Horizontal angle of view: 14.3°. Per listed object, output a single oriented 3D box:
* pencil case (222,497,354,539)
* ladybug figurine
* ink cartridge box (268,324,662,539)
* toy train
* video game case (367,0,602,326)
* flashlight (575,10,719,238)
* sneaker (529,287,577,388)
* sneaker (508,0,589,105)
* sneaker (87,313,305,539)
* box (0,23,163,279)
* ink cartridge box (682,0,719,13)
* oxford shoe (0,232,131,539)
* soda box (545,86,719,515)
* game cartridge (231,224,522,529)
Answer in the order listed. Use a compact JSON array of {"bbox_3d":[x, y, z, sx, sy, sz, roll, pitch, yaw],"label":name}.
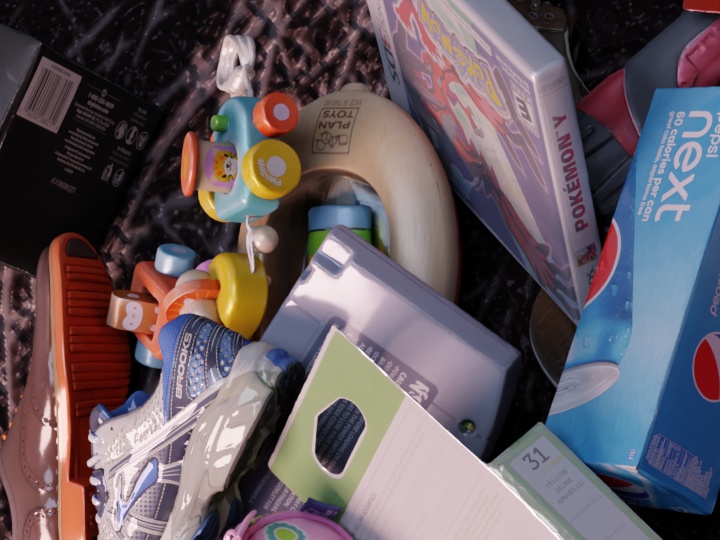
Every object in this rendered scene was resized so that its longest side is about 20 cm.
[{"bbox_3d":[-0.067,0.198,1.471,0.087,0.087,0.200,62,141,24],"label":"pencil case"},{"bbox_3d":[0.000,0.000,1.541,0.136,0.072,0.200,2,85,34],"label":"ladybug figurine"},{"bbox_3d":[0.053,0.120,1.397,0.048,0.146,0.200,-35,73,-33],"label":"ink cartridge box"},{"bbox_3d":[-0.093,-0.022,1.545,0.150,0.056,0.200,50,131,54],"label":"toy train"},{"bbox_3d":[0.058,-0.087,1.466,0.023,0.182,0.200,-29,46,-13],"label":"video game case"},{"bbox_3d":[0.180,-0.103,1.481,0.200,0.068,0.068,-39,25,-9],"label":"flashlight"},{"bbox_3d":[0.165,0.060,1.470,0.200,0.085,0.073,35,94,49],"label":"sneaker"},{"bbox_3d":[0.078,-0.122,1.563,0.076,0.070,0.200,-35,68,-8],"label":"sneaker"},{"bbox_3d":[-0.103,0.105,1.474,0.085,0.077,0.200,35,113,14],"label":"sneaker"},{"bbox_3d":[-0.246,-0.091,1.641,0.200,0.149,0.124,25,88,28],"label":"box"},{"bbox_3d":[0.275,-0.195,1.450,0.200,0.057,0.163,10,59,14],"label":"ink cartridge box"},{"bbox_3d":[-0.173,0.079,1.601,0.072,0.071,0.200,-6,81,28],"label":"oxford shoe"},{"bbox_3d":[0.156,0.013,1.395,0.068,0.064,0.200,3,67,47],"label":"soda box"},{"bbox_3d":[-0.006,0.087,1.479,0.133,0.041,0.200,38,122,8],"label":"game cartridge"}]
